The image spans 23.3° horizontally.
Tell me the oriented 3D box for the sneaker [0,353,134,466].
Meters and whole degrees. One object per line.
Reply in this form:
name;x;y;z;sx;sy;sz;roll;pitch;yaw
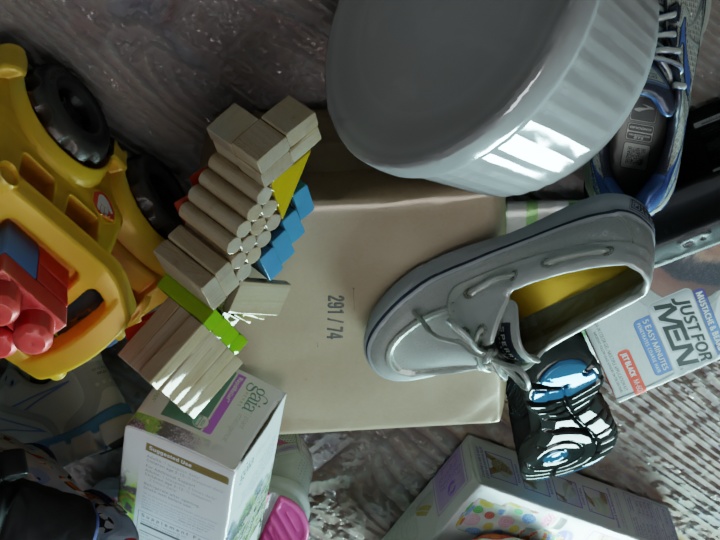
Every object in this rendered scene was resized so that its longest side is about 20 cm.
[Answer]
sneaker;-0.239;0.106;1.232;0.199;0.087;0.075;-23;175;30

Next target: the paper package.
paper package;0.000;0.000;1.133;0.189;0.104;0.201;-2;129;2

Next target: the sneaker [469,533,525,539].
sneaker;0.062;0.247;1.297;0.199;0.077;0.073;-6;130;-22

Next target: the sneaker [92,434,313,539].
sneaker;-0.112;0.165;1.284;0.199;0.088;0.082;-7;125;28

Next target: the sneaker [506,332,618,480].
sneaker;0.137;0.082;1.231;0.073;0.082;0.200;-16;148;-5

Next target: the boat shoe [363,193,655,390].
boat shoe;0.087;0.033;1.038;0.201;0.086;0.075;-24;125;22

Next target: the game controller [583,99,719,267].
game controller;0.242;-0.069;1.121;0.199;0.105;0.042;-21;129;10

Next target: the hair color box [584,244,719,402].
hair color box;0.240;-0.004;1.174;0.199;0.064;0.111;-25;124;7

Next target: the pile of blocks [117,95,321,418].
pile of blocks;-0.082;-0.015;1.026;0.082;0.062;0.201;10;112;-53

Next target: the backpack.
backpack;-0.238;0.188;1.108;0.154;0.190;0.201;23;94;-36

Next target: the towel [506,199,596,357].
towel;0.166;0.008;1.231;0.198;0.023;0.153;-3;129;-4

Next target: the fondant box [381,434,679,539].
fondant box;0.133;0.223;1.381;0.199;0.058;0.145;21;124;-24

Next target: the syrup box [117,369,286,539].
syrup box;-0.111;0.155;1.156;0.081;0.079;0.201;21;134;10

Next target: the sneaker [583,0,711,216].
sneaker;0.172;-0.124;1.040;0.076;0.085;0.201;1;102;8

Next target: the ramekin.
ramekin;0.080;-0.135;0.991;0.094;0.203;0.202;24;123;-38

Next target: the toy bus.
toy bus;-0.192;-0.005;1.057;0.135;0.193;0.200;-33;128;17
